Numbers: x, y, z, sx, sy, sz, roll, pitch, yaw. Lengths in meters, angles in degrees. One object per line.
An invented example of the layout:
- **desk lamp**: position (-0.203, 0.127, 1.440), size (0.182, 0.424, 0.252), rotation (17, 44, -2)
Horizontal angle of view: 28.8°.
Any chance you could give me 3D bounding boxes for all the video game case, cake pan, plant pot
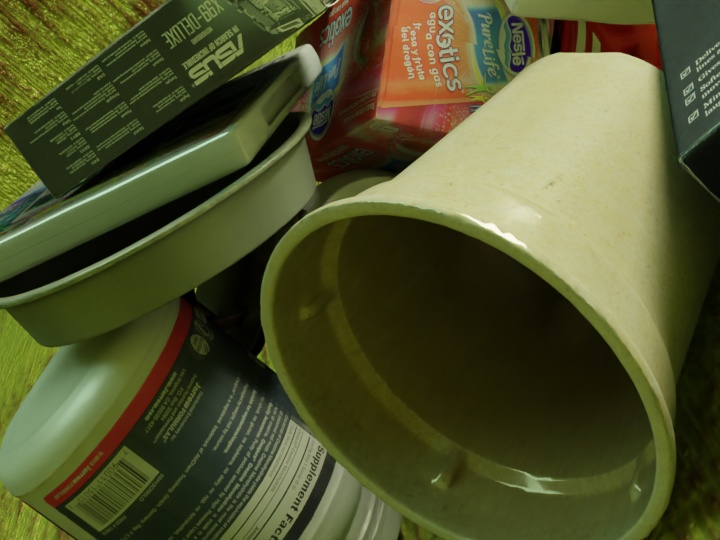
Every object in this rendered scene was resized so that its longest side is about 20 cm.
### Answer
- **video game case**: position (-0.126, -0.057, 0.786), size (0.198, 0.024, 0.182), rotation (-23, 17, 19)
- **cake pan**: position (-0.106, -0.021, 0.749), size (0.198, 0.037, 0.201), rotation (-27, 15, 8)
- **plant pot**: position (0.085, 0.000, 0.653), size (0.200, 0.201, 0.184), rotation (-28, 16, 50)

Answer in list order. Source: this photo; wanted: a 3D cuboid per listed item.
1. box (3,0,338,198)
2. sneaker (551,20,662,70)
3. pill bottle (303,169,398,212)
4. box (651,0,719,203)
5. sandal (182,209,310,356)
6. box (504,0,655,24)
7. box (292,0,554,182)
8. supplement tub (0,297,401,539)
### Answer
- **box**: position (-0.075, -0.131, 0.741), size (0.199, 0.050, 0.158), rotation (-29, 14, 31)
- **sneaker**: position (0.168, -0.153, 0.817), size (0.078, 0.115, 0.201), rotation (-32, 26, 58)
- **pill bottle**: position (0.000, 0.000, 0.870), size (0.113, 0.112, 0.200), rotation (-53, 2, -9)
- **box**: position (0.221, -0.110, 0.624), size (0.148, 0.107, 0.201), rotation (-41, 21, 29)
- **sandal**: position (-0.077, 0.010, 0.815), size (0.200, 0.054, 0.083), rotation (156, 115, -70)
- **box**: position (0.121, -0.232, 0.784), size (0.201, 0.123, 0.098), rotation (-110, 26, -46)
- **box**: position (0.027, -0.107, 0.841), size (0.200, 0.101, 0.096), rotation (168, 111, -70)
- **supplement tub**: position (-0.088, 0.115, 0.788), size (0.140, 0.200, 0.141), rotation (-43, 19, 19)
